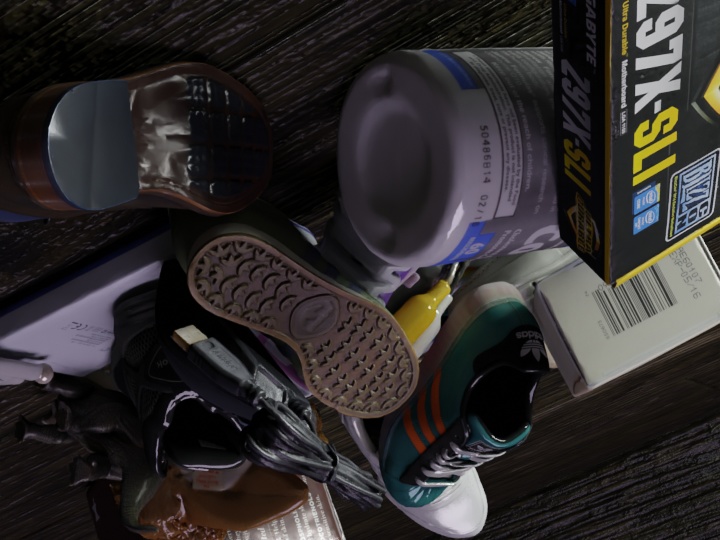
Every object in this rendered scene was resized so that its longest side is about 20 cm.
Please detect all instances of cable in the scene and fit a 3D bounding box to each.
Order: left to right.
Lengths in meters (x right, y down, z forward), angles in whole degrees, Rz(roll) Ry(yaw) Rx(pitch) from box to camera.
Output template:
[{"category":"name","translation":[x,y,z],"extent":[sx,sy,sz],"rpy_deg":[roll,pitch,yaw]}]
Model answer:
[{"category":"cable","translation":[0.071,-0.004,0.887],"extent":[0.200,0.050,0.097],"rpy_deg":[-45,170,-1]}]

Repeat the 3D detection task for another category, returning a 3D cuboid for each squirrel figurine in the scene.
[{"category":"squirrel figurine","translation":[-0.121,0.168,1.161],"extent":[0.199,0.143,0.187],"rpy_deg":[-35,175,10]}]

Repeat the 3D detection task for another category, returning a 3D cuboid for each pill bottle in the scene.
[{"category":"pill bottle","translation":[0.095,-0.068,0.727],"extent":[0.198,0.115,0.114],"rpy_deg":[-8,159,-35]}]

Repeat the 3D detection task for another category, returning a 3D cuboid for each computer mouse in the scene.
[{"category":"computer mouse","translation":[-0.077,0.057,0.703],"extent":[0.046,0.200,0.140],"rpy_deg":[-45,147,1]}]

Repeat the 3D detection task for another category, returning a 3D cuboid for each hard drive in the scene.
[{"category":"hard drive","translation":[-0.137,0.014,0.850],"extent":[0.198,0.026,0.132],"rpy_deg":[-26,162,15]}]

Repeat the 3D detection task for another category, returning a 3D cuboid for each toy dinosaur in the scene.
[{"category":"toy dinosaur","translation":[-0.181,0.116,0.931],"extent":[0.101,0.078,0.199],"rpy_deg":[7,-167,-46]}]

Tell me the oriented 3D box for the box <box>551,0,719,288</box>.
[{"category":"box","translation":[0.169,-0.106,0.628],"extent":[0.158,0.049,0.202],"rpy_deg":[-28,139,-15]}]

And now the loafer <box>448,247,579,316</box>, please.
[{"category":"loafer","translation":[0.144,-0.025,0.948],"extent":[0.199,0.070,0.070],"rpy_deg":[-35,151,12]}]

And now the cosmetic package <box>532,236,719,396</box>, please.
[{"category":"cosmetic package","translation":[0.170,0.027,0.840],"extent":[0.102,0.074,0.200],"rpy_deg":[-28,170,4]}]

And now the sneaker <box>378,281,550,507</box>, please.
[{"category":"sneaker","translation":[0.070,0.108,0.904],"extent":[0.070,0.080,0.202],"rpy_deg":[3,129,-26]}]

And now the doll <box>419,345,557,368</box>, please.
[{"category":"doll","translation":[0.112,0.063,1.123],"extent":[0.048,0.139,0.199],"rpy_deg":[21,164,-29]}]

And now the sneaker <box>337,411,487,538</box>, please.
[{"category":"sneaker","translation":[0.039,0.154,1.031],"extent":[0.075,0.201,0.100],"rpy_deg":[-38,-156,3]}]

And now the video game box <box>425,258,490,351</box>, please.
[{"category":"video game box","translation":[0.037,0.020,1.038],"extent":[0.198,0.047,0.182],"rpy_deg":[0,150,-48]}]

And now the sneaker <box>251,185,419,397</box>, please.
[{"category":"sneaker","translation":[0.000,0.000,0.836],"extent":[0.201,0.080,0.088],"rpy_deg":[-53,167,25]}]

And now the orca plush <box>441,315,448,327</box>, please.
[{"category":"orca plush","translation":[0.079,0.053,1.049],"extent":[0.071,0.106,0.199],"rpy_deg":[36,150,-15]}]

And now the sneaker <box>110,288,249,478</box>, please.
[{"category":"sneaker","translation":[-0.122,0.092,0.872],"extent":[0.075,0.116,0.200],"rpy_deg":[-14,164,-14]}]

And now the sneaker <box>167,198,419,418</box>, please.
[{"category":"sneaker","translation":[-0.040,0.007,0.748],"extent":[0.067,0.090,0.200],"rpy_deg":[-41,136,9]}]

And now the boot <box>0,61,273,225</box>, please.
[{"category":"boot","translation":[-0.122,-0.061,0.623],"extent":[0.095,0.076,0.199],"rpy_deg":[-1,-177,25]}]

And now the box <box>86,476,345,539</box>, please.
[{"category":"box","translation":[-0.149,0.254,1.311],"extent":[0.197,0.166,0.166],"rpy_deg":[-10,160,-29]}]

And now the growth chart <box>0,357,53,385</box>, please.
[{"category":"growth chart","translation":[-0.303,0.083,0.844],"extent":[0.198,0.018,0.144],"rpy_deg":[-21,163,31]}]
